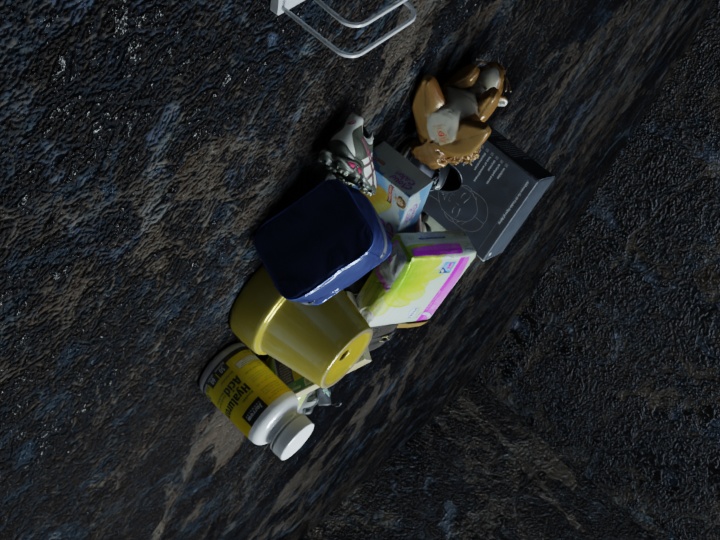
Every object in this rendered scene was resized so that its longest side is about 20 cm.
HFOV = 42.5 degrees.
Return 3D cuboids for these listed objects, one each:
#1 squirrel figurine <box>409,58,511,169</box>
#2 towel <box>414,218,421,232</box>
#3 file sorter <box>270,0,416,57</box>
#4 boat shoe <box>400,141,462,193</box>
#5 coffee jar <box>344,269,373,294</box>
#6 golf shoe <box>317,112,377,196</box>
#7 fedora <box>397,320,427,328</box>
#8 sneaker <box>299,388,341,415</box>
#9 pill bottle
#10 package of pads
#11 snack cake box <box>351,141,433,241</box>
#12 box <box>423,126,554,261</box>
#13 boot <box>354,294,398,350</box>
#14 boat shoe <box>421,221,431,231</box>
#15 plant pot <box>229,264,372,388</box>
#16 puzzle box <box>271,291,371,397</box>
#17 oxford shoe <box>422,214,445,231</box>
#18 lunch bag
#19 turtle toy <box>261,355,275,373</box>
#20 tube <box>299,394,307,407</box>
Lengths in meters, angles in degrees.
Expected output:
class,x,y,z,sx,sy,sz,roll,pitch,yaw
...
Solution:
class,x,y,z,sx,sy,sz,roll,pitch,yaw
squirrel figurine,0.173,-0.272,1.593,0.187,0.141,0.201,-50,172,-39
towel,0.099,-0.058,1.793,0.200,0.032,0.194,86,2,-68
file sorter,0.002,-0.347,0.970,0.138,0.124,0.201,-38,160,-31
boat shoe,0.130,-0.186,1.698,0.199,0.062,0.075,17,99,-58
coffee jar,0.000,0.000,1.738,0.103,0.087,0.199,-14,178,24
golf shoe,-0.002,-0.173,1.422,0.089,0.076,0.200,-64,169,-2
fedora,0.055,0.078,2.014,0.200,0.198,0.083,-4,97,-67
sneaker,-0.085,0.225,1.929,0.201,0.140,0.077,-57,161,24
pill bottle,-0.177,0.229,1.605,0.111,0.200,0.112,-44,162,-18
package of pads,0.091,0.016,1.625,0.153,0.069,0.201,-5,143,-33
snack cake box,0.040,-0.107,1.591,0.067,0.115,0.201,-37,158,-34
box,0.245,-0.163,1.854,0.201,0.196,0.124,-56,161,24
boot,0.015,0.113,1.782,0.198,0.070,0.174,-6,151,-37
boat shoe,0.113,-0.037,1.972,0.067,0.073,0.201,2,145,-19
plant pot,-0.087,0.087,1.554,0.201,0.188,0.201,-44,161,-19
puzzle box,-0.078,0.138,1.663,0.199,0.135,0.025,-28,154,28
oxford shoe,0.184,-0.099,2.072,0.057,0.076,0.199,-17,178,29
lunch bag,-0.058,-0.034,1.420,0.199,0.137,0.132,-32,166,12
turtle toy,-0.120,0.176,1.807,0.200,0.101,0.146,-49,163,-2
tube,-0.106,0.198,1.723,0.052,0.058,0.201,26,100,-37
